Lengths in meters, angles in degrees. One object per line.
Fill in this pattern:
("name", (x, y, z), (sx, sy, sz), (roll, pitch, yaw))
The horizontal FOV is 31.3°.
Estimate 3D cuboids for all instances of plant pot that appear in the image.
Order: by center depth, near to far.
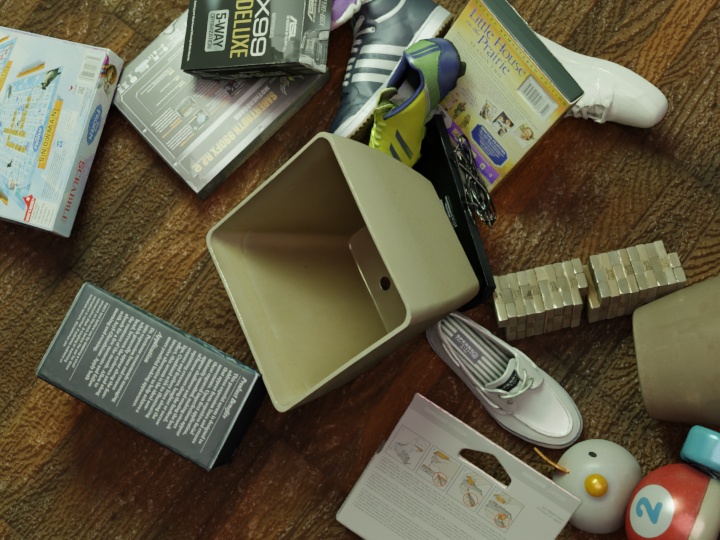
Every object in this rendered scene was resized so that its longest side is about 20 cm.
("plant pot", (0.000, 0.000, 1.280), (0.199, 0.176, 0.202), (-37, 70, 36))
("plant pot", (0.369, 0.083, 1.299), (0.173, 0.200, 0.203), (-8, 83, 16))

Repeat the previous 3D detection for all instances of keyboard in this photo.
("keyboard", (0.110, -0.065, 1.357), (0.039, 0.104, 0.202), (-12, 79, -29))

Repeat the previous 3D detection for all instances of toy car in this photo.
("toy car", (0.261, 0.227, 1.290), (0.198, 0.177, 0.186), (21, 86, 16))

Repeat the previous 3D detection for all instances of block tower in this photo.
("block tower", (0.236, 0.022, 1.356), (0.198, 0.058, 0.054), (-11, 60, -2))

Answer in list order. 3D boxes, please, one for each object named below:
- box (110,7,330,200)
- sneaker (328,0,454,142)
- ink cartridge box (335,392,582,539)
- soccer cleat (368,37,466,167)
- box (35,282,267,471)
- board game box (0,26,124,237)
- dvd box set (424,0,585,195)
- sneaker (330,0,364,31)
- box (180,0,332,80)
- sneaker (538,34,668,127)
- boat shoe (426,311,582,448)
("box", (-0.155, -0.203, 1.399), (0.200, 0.048, 0.158), (-44, 85, -3))
("sneaker", (0.002, -0.228, 1.389), (0.108, 0.070, 0.201), (38, 80, 2))
("ink cartridge box", (0.100, 0.237, 1.309), (0.199, 0.045, 0.177), (33, 112, 4))
("soccer cleat", (0.037, -0.161, 1.327), (0.083, 0.201, 0.065), (-14, 60, -35))
("box", (-0.205, 0.110, 1.312), (0.199, 0.148, 0.108), (28, 85, 4))
("board game box", (-0.373, -0.155, 1.376), (0.197, 0.041, 0.202), (15, 83, 18))
("dvd box set", (0.129, -0.177, 1.323), (0.029, 0.200, 0.147), (-36, 82, -33))
("sneaker", (-0.040, -0.340, 1.359), (0.080, 0.088, 0.202), (-15, 53, 30))
("box", (-0.101, -0.300, 1.321), (0.156, 0.050, 0.203), (3, 84, 34))
("sneaker", (0.216, -0.172, 1.364), (0.198, 0.074, 0.116), (24, 62, 13))
("boat shoe", (0.148, 0.117, 1.347), (0.199, 0.067, 0.074), (36, 85, 5))
